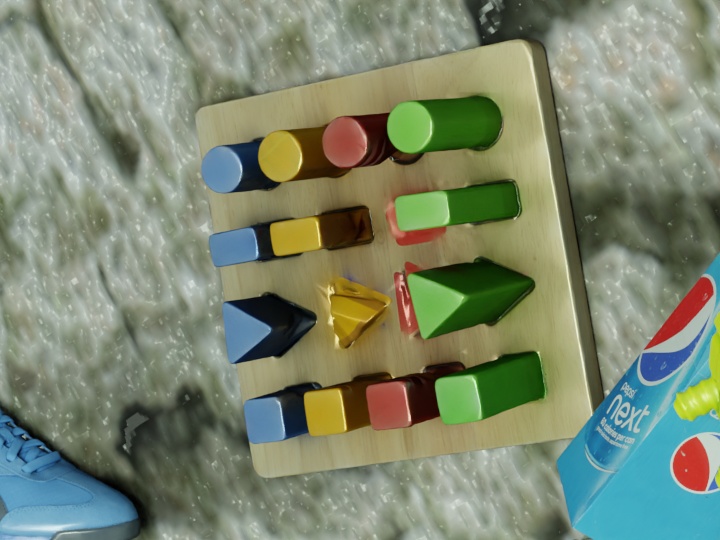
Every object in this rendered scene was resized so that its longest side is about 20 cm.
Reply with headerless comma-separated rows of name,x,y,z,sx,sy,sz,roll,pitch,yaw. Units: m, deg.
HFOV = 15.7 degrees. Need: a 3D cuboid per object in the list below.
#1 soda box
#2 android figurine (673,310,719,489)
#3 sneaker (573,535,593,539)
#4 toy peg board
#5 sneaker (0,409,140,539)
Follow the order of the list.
soda box,0.178,0.047,1.226,0.068,0.064,0.200,29,111,-18
android figurine,0.239,0.036,1.166,0.200,0.041,0.182,-29,116,10
sneaker,0.160,0.210,1.253,0.200,0.088,0.074,43,110,16
toy peg board,0.000,0.000,1.309,0.199,0.098,0.201,-9,90,27
sneaker,-0.210,0.105,1.446,0.199,0.066,0.079,10,96,26
